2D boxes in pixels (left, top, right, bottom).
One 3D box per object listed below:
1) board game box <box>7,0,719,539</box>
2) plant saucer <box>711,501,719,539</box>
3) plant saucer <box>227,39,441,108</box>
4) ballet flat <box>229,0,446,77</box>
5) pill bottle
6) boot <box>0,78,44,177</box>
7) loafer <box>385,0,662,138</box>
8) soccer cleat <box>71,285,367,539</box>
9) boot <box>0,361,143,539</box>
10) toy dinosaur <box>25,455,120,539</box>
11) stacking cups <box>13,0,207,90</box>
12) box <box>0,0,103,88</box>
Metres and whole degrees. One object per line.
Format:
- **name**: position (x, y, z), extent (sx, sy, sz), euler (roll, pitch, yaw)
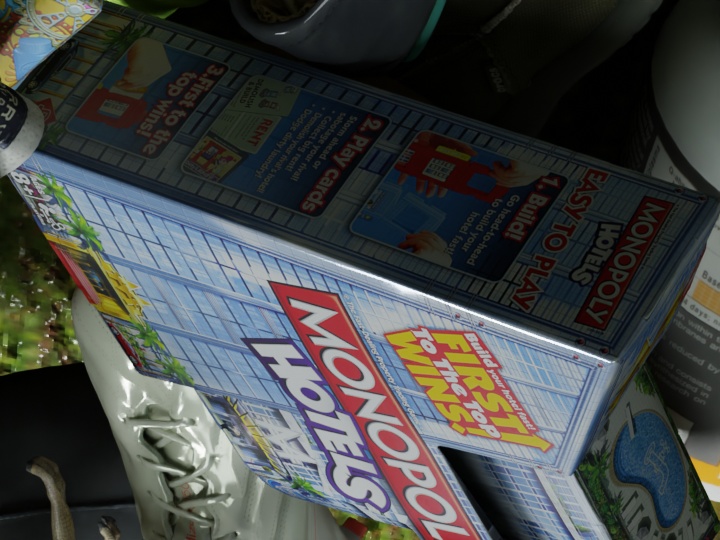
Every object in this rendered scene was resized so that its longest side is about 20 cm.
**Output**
- **board game box**: position (0.020, 0.023, 0.702), extent (0.199, 0.062, 0.200), euler (11, 143, 40)
- **plant saucer**: position (0.145, 0.137, 1.003), extent (0.199, 0.049, 0.200), euler (-9, 139, 20)
- **plant saucer**: position (0.000, 0.000, 0.789), extent (0.200, 0.029, 0.200), euler (28, 149, 18)
- **ballet flat**: position (0.015, -0.135, 0.639), extent (0.073, 0.073, 0.200), euler (17, 125, -13)
- **pill bottle**: position (0.135, -0.026, 0.749), extent (0.116, 0.117, 0.200), euler (9, 142, -3)
- **boot**: position (-0.118, -0.058, 0.602), extent (0.095, 0.074, 0.200), euler (19, 147, -24)
- **loafer**: position (0.040, -0.089, 0.717), extent (0.069, 0.075, 0.200), euler (14, 141, -15)
- **soccer cleat**: position (-0.049, 0.081, 0.845), extent (0.069, 0.078, 0.200), euler (11, 142, 38)
- **boot**: position (-0.104, 0.042, 0.875), extent (0.199, 0.066, 0.165), euler (0, 130, -19)
- **toy dinosaur**: position (-0.119, 0.126, 0.833), extent (0.200, 0.058, 0.101), euler (-26, 105, 34)
- **stacking cups**: position (-0.095, -0.076, 0.767), extent (0.060, 0.061, 0.200), euler (29, 137, -25)
- **box**: position (-0.196, -0.116, 0.681), extent (0.200, 0.122, 0.192), euler (33, 134, -28)
